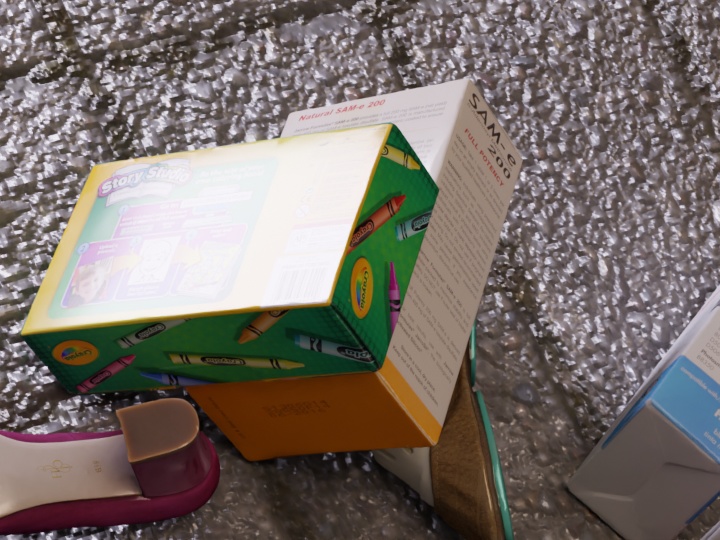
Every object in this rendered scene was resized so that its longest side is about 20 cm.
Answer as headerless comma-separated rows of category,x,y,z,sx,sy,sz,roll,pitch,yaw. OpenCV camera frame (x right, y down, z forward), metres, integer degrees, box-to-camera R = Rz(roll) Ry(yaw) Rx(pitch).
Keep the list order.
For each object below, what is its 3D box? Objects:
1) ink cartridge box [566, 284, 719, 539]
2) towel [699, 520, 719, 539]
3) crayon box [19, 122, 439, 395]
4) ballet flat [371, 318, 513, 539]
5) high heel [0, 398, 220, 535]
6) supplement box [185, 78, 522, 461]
ink cartridge box,0.212,0.057,1.307,0.067,0.116,0.200,39,55,5
towel,0.190,0.243,1.146,0.191,0.200,0.032,49,26,10
crayon box,-0.069,-0.004,1.192,0.058,0.199,0.119,54,43,-39
ballet flat,0.038,0.070,1.269,0.072,0.068,0.201,-6,61,-1
high heel,-0.171,0.118,1.173,0.198,0.096,0.068,-7,61,-1
supplement box,0.000,0.000,1.244,0.074,0.125,0.201,51,45,-38
